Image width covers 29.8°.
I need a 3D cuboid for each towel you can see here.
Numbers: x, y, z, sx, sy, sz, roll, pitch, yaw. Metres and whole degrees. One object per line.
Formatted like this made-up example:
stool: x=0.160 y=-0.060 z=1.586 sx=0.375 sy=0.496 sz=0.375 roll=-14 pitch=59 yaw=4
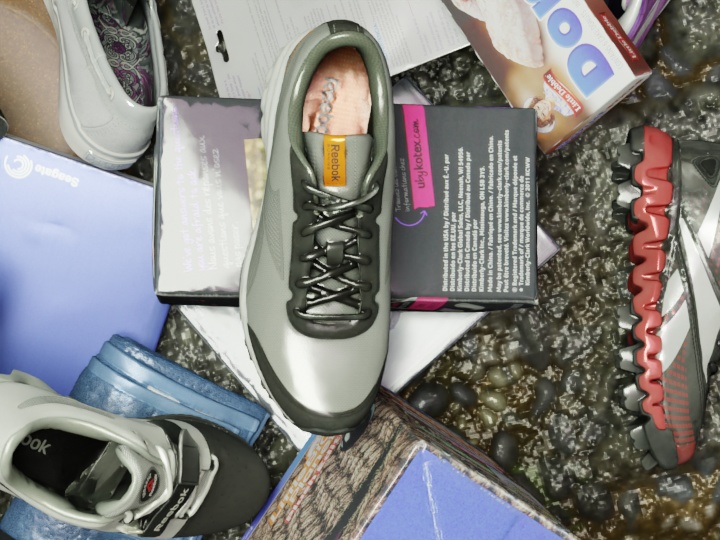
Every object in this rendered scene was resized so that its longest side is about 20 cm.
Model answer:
towel: x=-0.146 y=0.145 z=0.791 sx=0.111 sy=0.049 sz=0.200 roll=28 pitch=91 yaw=-21

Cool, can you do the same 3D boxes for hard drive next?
hard drive: x=-0.187 y=0.033 z=0.806 sx=0.132 sy=0.025 sz=0.201 roll=18 pitch=95 yaw=-8

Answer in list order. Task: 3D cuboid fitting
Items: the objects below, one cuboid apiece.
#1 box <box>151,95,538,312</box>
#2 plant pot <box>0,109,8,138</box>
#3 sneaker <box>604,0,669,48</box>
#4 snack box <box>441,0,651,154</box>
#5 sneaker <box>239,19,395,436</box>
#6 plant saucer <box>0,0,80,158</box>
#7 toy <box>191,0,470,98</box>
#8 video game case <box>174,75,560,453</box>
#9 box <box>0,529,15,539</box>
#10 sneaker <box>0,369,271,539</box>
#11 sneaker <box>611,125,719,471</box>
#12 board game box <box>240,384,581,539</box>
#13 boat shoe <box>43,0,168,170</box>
box: x=-0.012 y=-0.031 z=0.743 sx=0.199 sy=0.122 sz=0.106 roll=2 pitch=86 yaw=-7
plant pot: x=-0.349 y=-0.130 z=0.740 sx=0.200 sy=0.199 sz=0.178 roll=-32 pitch=63 yaw=10
sneaker: x=0.162 y=-0.189 z=0.779 sx=0.072 sy=0.114 sz=0.201 roll=24 pitch=87 yaw=6
snack box: x=0.075 y=-0.166 z=0.742 sx=0.072 sy=0.024 sz=0.200 roll=-40 pitch=76 yaw=38
sneaker: x=-0.018 y=-0.022 z=0.640 sx=0.074 sy=0.079 sz=0.201 roll=1 pitch=87 yaw=-9
plant saucer: x=-0.249 y=-0.097 z=0.838 sx=0.200 sy=0.037 sz=0.201 roll=0 pitch=86 yaw=4
toy: x=0.003 y=-0.163 z=0.815 sx=0.200 sy=0.047 sz=0.115 roll=-21 pitch=77 yaw=16
video game case: x=0.000 y=0.000 z=0.825 sx=0.200 sy=0.019 sz=0.143 roll=-41 pitch=85 yaw=1
box: x=-0.279 y=0.199 z=0.773 sx=0.200 sy=0.044 sz=0.161 roll=23 pitch=89 yaw=34
sneaker: x=-0.120 y=0.111 z=0.711 sx=0.200 sy=0.088 sz=0.074 roll=19 pitch=91 yaw=-37
sneaker: x=0.195 y=0.016 z=0.784 sx=0.098 sy=0.071 sz=0.201 roll=1 pitch=85 yaw=6
board game box: x=0.007 y=0.157 z=0.716 sx=0.097 sy=0.200 sz=0.160 roll=34 pitch=89 yaw=-10
boat shoe: x=-0.148 y=-0.158 z=0.788 sx=0.072 sy=0.068 sz=0.200 roll=14 pitch=55 yaw=-33
